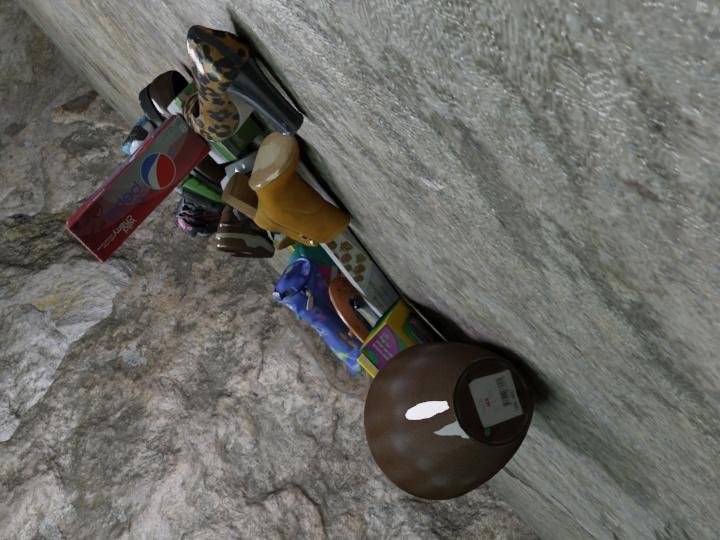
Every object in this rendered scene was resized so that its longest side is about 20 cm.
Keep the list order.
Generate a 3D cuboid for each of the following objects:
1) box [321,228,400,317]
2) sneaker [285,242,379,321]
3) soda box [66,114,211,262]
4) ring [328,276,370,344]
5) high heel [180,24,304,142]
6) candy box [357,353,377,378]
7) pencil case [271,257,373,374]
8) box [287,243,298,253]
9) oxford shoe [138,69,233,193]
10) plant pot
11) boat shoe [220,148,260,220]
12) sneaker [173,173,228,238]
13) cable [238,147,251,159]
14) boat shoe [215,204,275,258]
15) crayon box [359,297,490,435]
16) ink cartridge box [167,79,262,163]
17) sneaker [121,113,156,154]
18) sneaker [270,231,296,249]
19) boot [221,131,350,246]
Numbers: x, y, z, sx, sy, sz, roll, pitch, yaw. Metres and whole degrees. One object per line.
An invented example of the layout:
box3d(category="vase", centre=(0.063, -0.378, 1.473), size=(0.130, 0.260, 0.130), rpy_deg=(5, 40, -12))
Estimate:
box3d(category="box", centre=(0.000, 0.000, 1.404), size=(0.041, 0.039, 0.201), rpy_deg=(41, 172, 46))
box3d(category="sneaker", centre=(-0.046, 0.043, 1.597), size=(0.200, 0.121, 0.084), rpy_deg=(45, 174, 1))
box3d(category="soda box", centre=(-0.284, -0.107, 1.301), size=(0.063, 0.200, 0.070), rpy_deg=(45, 174, -21))
box3d(category="ring", centre=(0.029, 0.085, 1.477), size=(0.199, 0.019, 0.201), rpy_deg=(36, -161, -15))
box3d(category="high heel", centre=(-0.157, -0.195, 1.013), size=(0.198, 0.072, 0.142), rpy_deg=(13, 157, 48))
box3d(category="candy box", centre=(0.073, 0.142, 1.506), size=(0.102, 0.027, 0.199), rpy_deg=(42, -160, 13))
box3d(category="pencil case", centre=(-0.044, 0.070, 1.521), size=(0.200, 0.078, 0.087), rpy_deg=(46, 178, -25))
box3d(category="box", centre=(-0.092, -0.045, 1.677), size=(0.200, 0.050, 0.075), rpy_deg=(47, 173, -10))
box3d(category="oxford shoe", centre=(-0.221, -0.191, 1.426), size=(0.201, 0.084, 0.073), rpy_deg=(50, -145, -13))
box3d(category="plant pot", centre=(0.116, 0.159, 1.150), size=(0.187, 0.187, 0.200), rpy_deg=(45, 160, 0))
box3d(category="boat shoe", centre=(-0.136, -0.111, 1.337), size=(0.072, 0.071, 0.200), rpy_deg=(64, 167, 1))
box3d(category="sneaker", centre=(-0.237, -0.091, 1.512), size=(0.077, 0.084, 0.200), rpy_deg=(40, 174, 15))
box3d(category="cable", centre=(-0.219, -0.174, 1.584), size=(0.201, 0.069, 0.199), rpy_deg=(52, 168, -30))
box3d(category="boat shoe", centre=(-0.167, -0.061, 1.527), size=(0.073, 0.077, 0.202), rpy_deg=(2, 176, 2))
box3d(category="crayon box", centre=(0.095, 0.140, 1.346), size=(0.200, 0.058, 0.173), rpy_deg=(46, -167, 0))
box3d(category="ink cartridge box", centre=(-0.185, -0.195, 1.297), size=(0.104, 0.059, 0.200), rpy_deg=(47, 173, -13))
box3d(category="sneaker", centre=(-0.292, -0.177, 1.509), size=(0.086, 0.075, 0.200), rpy_deg=(39, 178, 1))
box3d(category="sneaker", centre=(-0.114, -0.093, 1.503), size=(0.089, 0.074, 0.200), rpy_deg=(59, 173, 11))
box3d(category="boot", centre=(-0.069, -0.091, 1.210), size=(0.142, 0.072, 0.200), rpy_deg=(24, 157, -21))
